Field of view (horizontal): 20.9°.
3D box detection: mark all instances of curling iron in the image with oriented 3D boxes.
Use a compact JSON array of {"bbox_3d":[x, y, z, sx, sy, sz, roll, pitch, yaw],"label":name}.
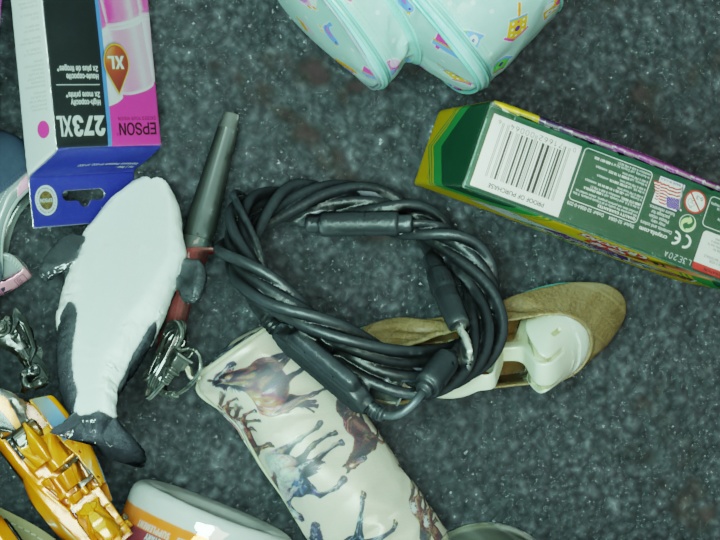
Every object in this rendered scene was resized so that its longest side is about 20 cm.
[{"bbox_3d":[-0.103,-0.009,1.257,0.025,0.049,0.202,27,65,-31],"label":"curling iron"}]

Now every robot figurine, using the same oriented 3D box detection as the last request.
[{"bbox_3d":[-0.234,0.108,1.177,0.145,0.058,0.201,-38,91,-10],"label":"robot figurine"}]

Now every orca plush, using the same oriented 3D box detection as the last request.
[{"bbox_3d":[-0.144,0.040,1.220,0.104,0.071,0.202,-7,53,-3],"label":"orca plush"}]

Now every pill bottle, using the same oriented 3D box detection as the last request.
[{"bbox_3d":[-0.127,0.245,1.234,0.113,0.114,0.202,21,87,-8],"label":"pill bottle"}]

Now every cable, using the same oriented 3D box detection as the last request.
[{"bbox_3d":[0.000,0.000,1.244,0.199,0.051,0.163,39,52,18],"label":"cable"}]

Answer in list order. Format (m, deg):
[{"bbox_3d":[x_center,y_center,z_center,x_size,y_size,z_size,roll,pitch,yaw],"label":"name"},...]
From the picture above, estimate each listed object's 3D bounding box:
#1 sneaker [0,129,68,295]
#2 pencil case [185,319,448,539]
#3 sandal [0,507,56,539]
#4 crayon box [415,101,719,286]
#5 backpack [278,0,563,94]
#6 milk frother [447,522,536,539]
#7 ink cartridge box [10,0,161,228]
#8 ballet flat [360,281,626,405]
[{"bbox_3d":[-0.257,0.007,1.234,0.081,0.070,0.202,27,88,-4],"label":"sneaker"},{"bbox_3d":[-0.030,0.123,1.267,0.089,0.078,0.201,-36,96,-17],"label":"pencil case"},{"bbox_3d":[-0.235,0.190,1.240,0.211,0.070,0.078,34,77,19],"label":"sandal"},{"bbox_3d":[0.147,-0.045,1.236,0.198,0.173,0.059,20,89,-8],"label":"crayon box"},{"bbox_3d":[0.026,-0.197,1.222,0.199,0.176,0.154,39,87,-3],"label":"backpack"},{"bbox_3d":[0.125,0.275,1.237,0.178,0.188,0.203,5,90,-8],"label":"milk frother"},{"bbox_3d":[-0.175,-0.131,1.239,0.094,0.037,0.203,-7,94,-51],"label":"ink cartridge box"},{"bbox_3d":[0.088,0.055,1.284,0.198,0.072,0.069,-7,115,-9],"label":"ballet flat"}]
